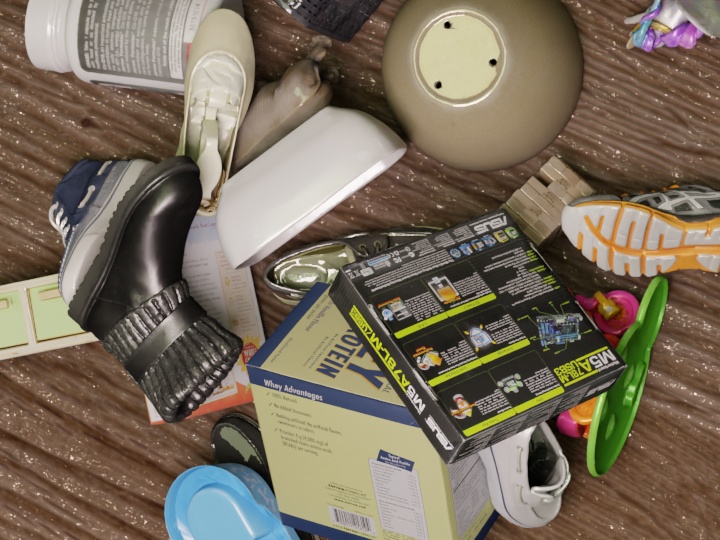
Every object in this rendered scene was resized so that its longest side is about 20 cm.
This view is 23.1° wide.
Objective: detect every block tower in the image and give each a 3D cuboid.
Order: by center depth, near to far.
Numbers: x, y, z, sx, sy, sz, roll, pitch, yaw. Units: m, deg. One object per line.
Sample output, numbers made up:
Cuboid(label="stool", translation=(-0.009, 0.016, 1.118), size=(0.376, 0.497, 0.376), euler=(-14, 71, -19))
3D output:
Cuboid(label="block tower", translation=(0.138, -0.025, 1.668), size=(0.058, 0.054, 0.200), euler=(42, 72, 11))

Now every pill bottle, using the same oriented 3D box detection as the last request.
Cuboid(label="pill bottle", translation=(-0.225, -0.239, 1.764), size=(0.198, 0.114, 0.115), euler=(9, 94, 13))

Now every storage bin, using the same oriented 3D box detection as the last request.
Cuboid(label="storage bin", translation=(-0.050, -0.301, 1.675), size=(0.135, 0.200, 0.094), euler=(43, 100, 9))

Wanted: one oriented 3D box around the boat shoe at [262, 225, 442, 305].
Cuboid(label="boat shoe", translation=(-0.001, -0.001, 1.740), size=(0.199, 0.066, 0.073), euler=(-8, 89, 14))

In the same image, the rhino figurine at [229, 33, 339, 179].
Cuboid(label="rhino figurine", translation=(-0.093, -0.143, 1.733), size=(0.060, 0.088, 0.200), euler=(39, 128, -17))

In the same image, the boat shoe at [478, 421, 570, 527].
Cuboid(label="boat shoe", translation=(0.156, 0.186, 1.606), size=(0.066, 0.200, 0.074), euler=(21, 69, 34))

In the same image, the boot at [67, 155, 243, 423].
Cuboid(label="boot", translation=(-0.166, 0.018, 1.621), size=(0.158, 0.079, 0.212), euler=(42, 117, 22))

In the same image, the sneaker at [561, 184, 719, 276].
Cuboid(label="sneaker", translation=(0.285, -0.044, 1.650), size=(0.198, 0.078, 0.079), euler=(7, 132, -2))

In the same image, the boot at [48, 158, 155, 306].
Cuboid(label="boot", translation=(-0.275, -0.037, 1.760), size=(0.090, 0.201, 0.073), euler=(3, 131, 20))

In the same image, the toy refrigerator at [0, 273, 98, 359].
Cuboid(label="toy refrigerator", translation=(-0.310, 0.042, 1.816), size=(0.198, 0.070, 0.077), euler=(-11, 89, 14))

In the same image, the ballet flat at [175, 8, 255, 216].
Cuboid(label="ballet flat", translation=(-0.139, -0.145, 1.677), size=(0.069, 0.069, 0.202), euler=(13, 105, 13))

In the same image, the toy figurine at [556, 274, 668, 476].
Cuboid(label="toy figurine", translation=(0.174, 0.072, 1.680), size=(0.183, 0.150, 0.201), euler=(18, 76, 22))

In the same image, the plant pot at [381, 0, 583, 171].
Cuboid(label="plant pot", translation=(0.106, -0.195, 1.674), size=(0.198, 0.134, 0.202), euler=(1, 92, 13))

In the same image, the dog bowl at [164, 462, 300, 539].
Cuboid(label="dog bowl", translation=(-0.109, 0.276, 1.721), size=(0.111, 0.049, 0.201), euler=(-34, 85, 29))

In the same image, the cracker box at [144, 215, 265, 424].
Cuboid(label="cracker box", translation=(-0.164, 0.040, 1.743), size=(0.057, 0.133, 0.202), euler=(-13, 88, 39))

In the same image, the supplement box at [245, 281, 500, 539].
Cuboid(label="supplement box", translation=(0.024, 0.145, 1.637), size=(0.198, 0.134, 0.201), euler=(12, 131, 28))

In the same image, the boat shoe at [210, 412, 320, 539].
Cuboid(label="boat shoe", translation=(-0.097, 0.237, 1.774), size=(0.073, 0.063, 0.203), euler=(-28, 83, 18))

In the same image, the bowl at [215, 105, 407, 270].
Cuboid(label="bowl", translation=(-0.056, -0.086, 1.677), size=(0.199, 0.200, 0.075), euler=(-37, 89, 5))

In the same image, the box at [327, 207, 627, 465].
Cuboid(label="box", translation=(0.102, 0.052, 1.536), size=(0.194, 0.199, 0.048), euler=(55, 143, 20))

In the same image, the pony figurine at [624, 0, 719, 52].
Cuboid(label="pony figurine", translation=(0.346, -0.261, 1.621), size=(0.193, 0.166, 0.201), euler=(41, 106, 42))
